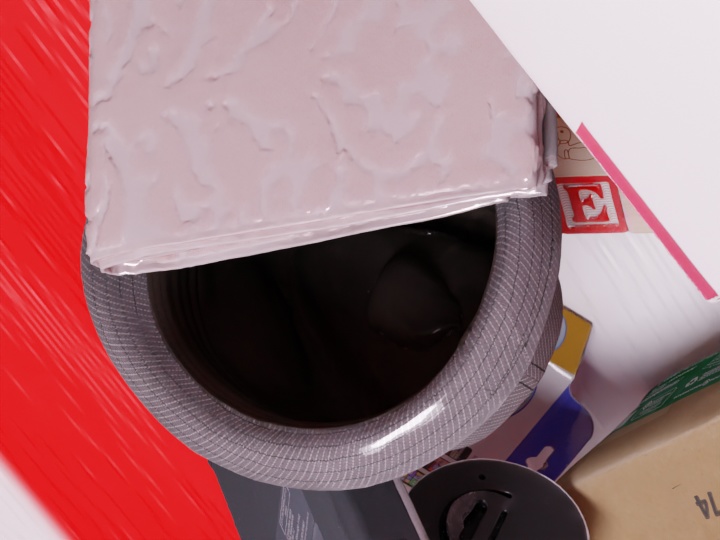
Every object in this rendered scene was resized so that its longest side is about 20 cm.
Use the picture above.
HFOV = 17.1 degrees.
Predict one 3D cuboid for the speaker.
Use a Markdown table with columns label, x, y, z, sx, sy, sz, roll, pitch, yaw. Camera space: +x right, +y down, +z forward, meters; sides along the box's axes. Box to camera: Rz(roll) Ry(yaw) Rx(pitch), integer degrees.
| label | x | y | z | sx | sy | sz | roll | pitch | yaw |
| --- | --- | --- | --- | --- | --- | --- | --- | --- | --- |
| speaker | 0.043 | 0.174 | 1.022 | 0.081 | 0.081 | 0.201 | 17 | 133 | 9 |

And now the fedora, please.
| label | x | y | z | sx | sy | sz | roll | pitch | yaw |
| --- | --- | --- | --- | --- | --- | --- | --- | --- | --- |
| fedora | 0.000 | 0.000 | 0.906 | 0.199 | 0.178 | 0.090 | 23 | 175 | 35 |

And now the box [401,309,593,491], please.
| label | x | y | z | sx | sy | sz | roll | pitch | yaw |
| --- | --- | --- | --- | --- | --- | --- | --- | --- | --- |
| box | 0.008 | 0.031 | 1.069 | 0.199 | 0.042 | 0.119 | 30 | 134 | -7 |

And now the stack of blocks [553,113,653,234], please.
| label | x | y | z | sx | sy | sz | roll | pitch | yaw |
| --- | --- | --- | --- | --- | --- | --- | --- | --- | --- |
| stack of blocks | 0.060 | -0.076 | 0.938 | 0.199 | 0.059 | 0.116 | -1 | 129 | 24 |

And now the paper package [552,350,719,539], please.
| label | x | y | z | sx | sy | sz | roll | pitch | yaw |
| --- | --- | --- | --- | --- | --- | --- | --- | --- | --- |
| paper package | 0.206 | 0.111 | 0.965 | 0.200 | 0.103 | 0.191 | -33 | 91 | 45 |

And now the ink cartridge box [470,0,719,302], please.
| label | x | y | z | sx | sy | sz | roll | pitch | yaw |
| --- | --- | --- | --- | --- | --- | --- | --- | --- | --- |
| ink cartridge box | 0.129 | -0.115 | 0.779 | 0.084 | 0.201 | 0.145 | -22 | 118 | 39 |

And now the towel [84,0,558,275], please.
| label | x | y | z | sx | sy | sz | roll | pitch | yaw |
| --- | --- | --- | --- | --- | --- | --- | --- | --- | --- |
| towel | -0.018 | -0.108 | 0.873 | 0.190 | 0.202 | 0.032 | -8 | 164 | 27 |

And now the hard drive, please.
| label | x | y | z | sx | sy | sz | roll | pitch | yaw |
| --- | --- | --- | --- | --- | --- | --- | --- | --- | --- |
| hard drive | -0.019 | 0.100 | 0.992 | 0.033 | 0.201 | 0.140 | -10 | 136 | -18 |
